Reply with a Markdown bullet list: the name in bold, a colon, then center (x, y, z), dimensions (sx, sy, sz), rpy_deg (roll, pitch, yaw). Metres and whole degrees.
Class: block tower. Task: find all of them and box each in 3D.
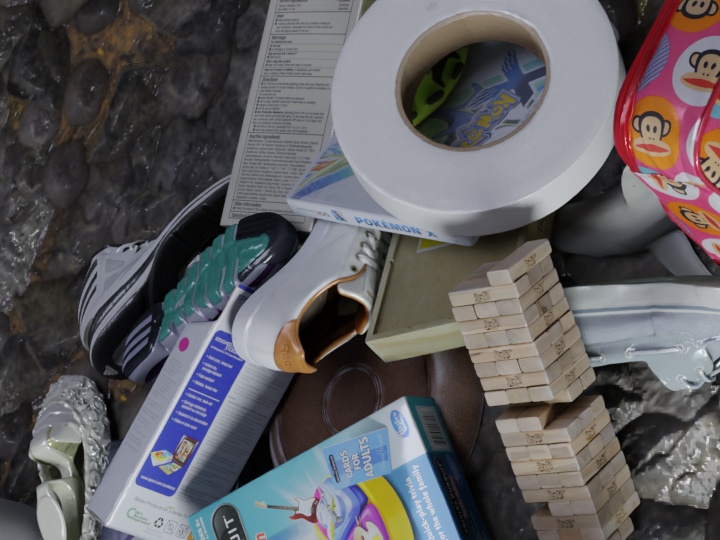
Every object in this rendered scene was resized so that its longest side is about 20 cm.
- **block tower**: center (0.119, 0.084, 1.398), dimensions (0.057, 0.054, 0.201), rpy_deg (-9, 108, 38)

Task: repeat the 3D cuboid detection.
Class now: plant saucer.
- **plant saucer**: center (0.002, 0.098, 1.579), dimensions (0.199, 0.032, 0.202), rpy_deg (-14, 68, 37)

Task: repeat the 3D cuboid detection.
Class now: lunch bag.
- **lunch bag**: center (0.247, -0.103, 1.317), dimensions (0.082, 0.200, 0.177), rpy_deg (16, 74, 41)

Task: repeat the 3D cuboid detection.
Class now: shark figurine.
- **shark figurine**: center (0.205, -0.082, 1.428), dimensions (0.215, 0.089, 0.128), rpy_deg (-56, 50, 14)

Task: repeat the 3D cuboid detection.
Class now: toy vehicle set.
- **toy vehicle set**: center (0.079, -0.036, 1.517), dimensions (0.124, 0.026, 0.201), rpy_deg (-13, 48, 38)

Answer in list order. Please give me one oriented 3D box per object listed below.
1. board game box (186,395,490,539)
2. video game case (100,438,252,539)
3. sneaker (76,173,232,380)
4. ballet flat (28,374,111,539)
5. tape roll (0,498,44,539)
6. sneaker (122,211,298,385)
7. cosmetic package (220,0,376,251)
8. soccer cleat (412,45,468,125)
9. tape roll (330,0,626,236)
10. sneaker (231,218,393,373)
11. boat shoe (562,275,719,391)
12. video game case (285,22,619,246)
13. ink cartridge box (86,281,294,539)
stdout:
- **board game box**: center (-0.011, 0.199, 1.510), dimensions (0.199, 0.047, 0.152), rpy_deg (-31, 71, 24)
- **video game case**: center (-0.144, 0.218, 1.642), dimensions (0.142, 0.019, 0.202), rpy_deg (-13, 65, 37)
- **sneaker**: center (-0.159, -0.018, 1.728), dimensions (0.201, 0.076, 0.115), rpy_deg (-47, 38, 4)
- **ballet flat**: center (-0.232, 0.165, 1.735), dimensions (0.072, 0.072, 0.201), rpy_deg (-31, 56, 29)
- **tape roll**: center (-0.345, 0.273, 1.744), dimensions (0.202, 0.139, 0.204), rpy_deg (-16, 65, 37)
- **sneaker**: center (-0.093, 0.032, 1.636), dimensions (0.200, 0.087, 0.075), rpy_deg (-39, 31, 37)
- **cosmetic package**: center (-0.030, -0.118, 1.650), dimensions (0.103, 0.073, 0.202), rpy_deg (7, 79, 42)
- **soccer cleat**: center (0.044, -0.169, 1.569), dimensions (0.084, 0.064, 0.201), rpy_deg (-35, 25, 60)
- **tape roll**: center (0.078, -0.120, 1.452), dimensions (0.201, 0.037, 0.204), rpy_deg (-7, 62, 14)
- **sneaker**: center (0.000, 0.000, 1.555), dimensions (0.084, 0.073, 0.200), rpy_deg (18, 61, 43)
- **boat shoe**: center (0.206, 0.041, 1.406), dimensions (0.200, 0.070, 0.072), rpy_deg (-2, 94, 38)
- **video game case**: center (0.064, -0.107, 1.537), dimensions (0.182, 0.022, 0.200), rpy_deg (11, 57, 46)
- **ink cartridge box**: center (-0.113, 0.106, 1.583), dimensions (0.037, 0.094, 0.201), rpy_deg (34, 95, 45)
